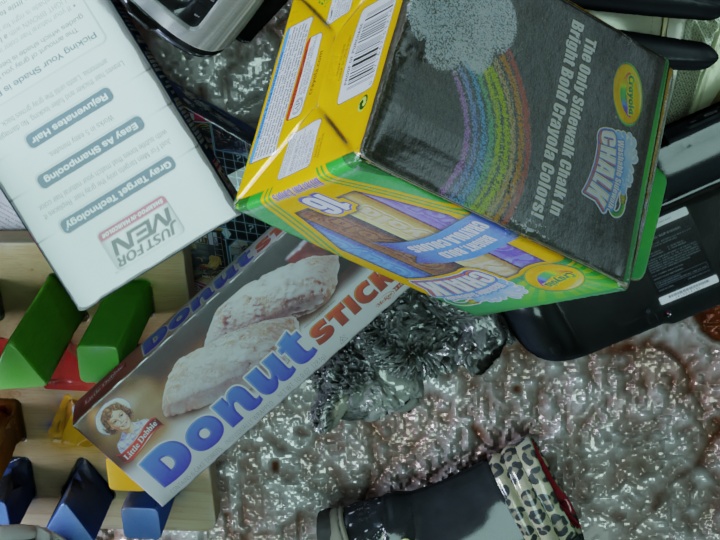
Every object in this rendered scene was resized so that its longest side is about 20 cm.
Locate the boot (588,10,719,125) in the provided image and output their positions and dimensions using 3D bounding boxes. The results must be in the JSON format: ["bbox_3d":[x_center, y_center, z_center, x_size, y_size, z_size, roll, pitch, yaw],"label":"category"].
[{"bbox_3d":[0.119,-0.099,0.850,0.154,0.072,0.201,20,107,-3],"label":"boot"}]

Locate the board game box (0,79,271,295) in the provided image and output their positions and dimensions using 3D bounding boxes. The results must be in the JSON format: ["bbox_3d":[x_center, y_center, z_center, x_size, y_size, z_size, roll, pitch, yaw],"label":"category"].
[{"bbox_3d":[-0.122,-0.039,0.892,0.200,0.035,0.136,30,106,-8],"label":"board game box"}]

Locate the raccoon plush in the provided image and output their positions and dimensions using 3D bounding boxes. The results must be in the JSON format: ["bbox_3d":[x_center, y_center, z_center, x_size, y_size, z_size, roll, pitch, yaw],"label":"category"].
[{"bbox_3d":[0.000,0.000,0.873,0.134,0.097,0.200,-22,106,13],"label":"raccoon plush"}]

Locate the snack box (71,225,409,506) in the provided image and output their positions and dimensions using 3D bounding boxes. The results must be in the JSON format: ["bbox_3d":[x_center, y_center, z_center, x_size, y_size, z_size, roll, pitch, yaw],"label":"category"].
[{"bbox_3d":[-0.056,0.034,0.797,0.200,0.024,0.072,-42,115,4],"label":"snack box"}]

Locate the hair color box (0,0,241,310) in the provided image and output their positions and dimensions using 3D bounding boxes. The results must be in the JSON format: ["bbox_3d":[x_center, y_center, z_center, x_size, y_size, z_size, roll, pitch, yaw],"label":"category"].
[{"bbox_3d":[-0.154,-0.091,0.779,0.100,0.061,0.200,-31,98,1],"label":"hair color box"}]

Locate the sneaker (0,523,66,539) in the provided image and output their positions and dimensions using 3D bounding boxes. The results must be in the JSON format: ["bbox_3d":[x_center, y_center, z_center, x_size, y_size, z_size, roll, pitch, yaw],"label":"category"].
[{"bbox_3d":[-0.206,0.207,0.914,0.081,0.075,0.200,7,150,13],"label":"sneaker"}]

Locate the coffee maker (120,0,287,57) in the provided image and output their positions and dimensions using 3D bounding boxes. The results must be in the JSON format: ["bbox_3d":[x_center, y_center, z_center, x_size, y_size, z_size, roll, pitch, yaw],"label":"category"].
[{"bbox_3d":[-0.027,-0.221,0.776,0.200,0.192,0.135,-35,89,32],"label":"coffee maker"}]

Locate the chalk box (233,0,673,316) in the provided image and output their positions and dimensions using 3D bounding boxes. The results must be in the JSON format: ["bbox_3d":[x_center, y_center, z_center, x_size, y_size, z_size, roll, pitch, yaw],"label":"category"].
[{"bbox_3d":[0.063,-0.057,0.736,0.200,0.124,0.125,25,70,-27],"label":"chalk box"}]

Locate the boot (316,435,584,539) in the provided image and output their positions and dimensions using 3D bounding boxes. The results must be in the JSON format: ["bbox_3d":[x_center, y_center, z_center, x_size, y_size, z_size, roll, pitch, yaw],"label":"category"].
[{"bbox_3d":[0.078,0.213,0.950,0.153,0.074,0.204,-25,105,7],"label":"boot"}]

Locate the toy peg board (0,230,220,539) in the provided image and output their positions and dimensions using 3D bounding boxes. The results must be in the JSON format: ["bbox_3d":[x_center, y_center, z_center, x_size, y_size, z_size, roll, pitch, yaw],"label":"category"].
[{"bbox_3d":[-0.197,0.087,0.878,0.199,0.098,0.200,0,116,8],"label":"toy peg board"}]

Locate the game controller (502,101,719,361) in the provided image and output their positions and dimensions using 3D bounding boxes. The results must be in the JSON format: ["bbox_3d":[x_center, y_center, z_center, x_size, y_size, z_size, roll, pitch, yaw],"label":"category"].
[{"bbox_3d":[0.164,-0.022,0.819,0.199,0.042,0.105,-23,117,14],"label":"game controller"}]

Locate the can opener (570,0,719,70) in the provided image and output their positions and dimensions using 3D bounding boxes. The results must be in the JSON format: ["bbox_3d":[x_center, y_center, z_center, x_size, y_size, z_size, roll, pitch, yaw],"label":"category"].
[{"bbox_3d":[0.091,-0.134,0.778,0.199,0.079,0.064,11,117,-10],"label":"can opener"}]
